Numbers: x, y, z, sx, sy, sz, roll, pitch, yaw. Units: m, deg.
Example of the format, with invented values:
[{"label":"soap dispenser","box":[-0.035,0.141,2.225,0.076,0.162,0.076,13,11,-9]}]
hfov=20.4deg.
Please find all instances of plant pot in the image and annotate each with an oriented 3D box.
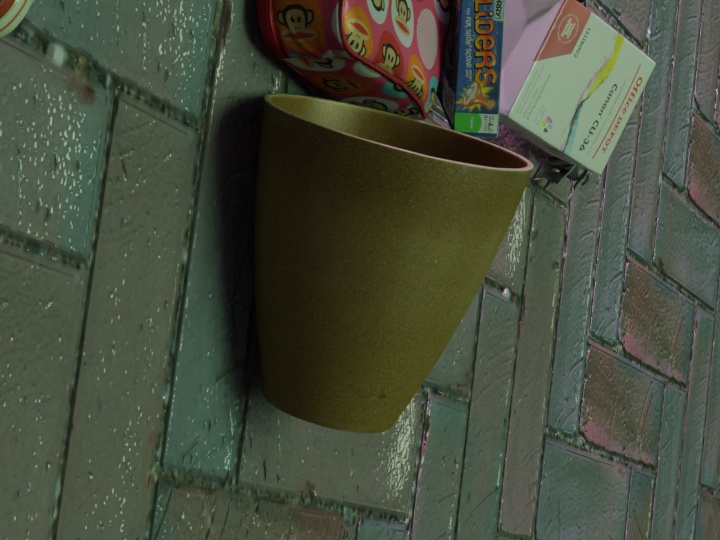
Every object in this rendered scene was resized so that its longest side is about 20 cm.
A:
[{"label":"plant pot","box":[0.000,0.000,1.349,0.186,0.186,0.201,-10,117,-66]}]

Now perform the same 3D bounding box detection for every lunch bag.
[{"label":"lunch bag","box":[0.004,-0.211,1.411,0.200,0.082,0.177,35,61,-63]}]

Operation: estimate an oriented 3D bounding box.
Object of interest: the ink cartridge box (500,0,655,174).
[{"label":"ink cartridge box","box":[0.184,-0.162,1.752,0.200,0.067,0.117,25,93,-51]}]

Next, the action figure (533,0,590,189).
[{"label":"action figure","box":[0.200,-0.161,1.890,0.130,0.069,0.201,-65,152,-49]}]

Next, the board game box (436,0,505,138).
[{"label":"board game box","box":[0.084,-0.186,1.544,0.200,0.034,0.136,-97,-170,-75]}]

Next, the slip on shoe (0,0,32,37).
[{"label":"slip on shoe","box":[-0.180,-0.218,1.007,0.061,0.074,0.201,34,66,-60]}]
